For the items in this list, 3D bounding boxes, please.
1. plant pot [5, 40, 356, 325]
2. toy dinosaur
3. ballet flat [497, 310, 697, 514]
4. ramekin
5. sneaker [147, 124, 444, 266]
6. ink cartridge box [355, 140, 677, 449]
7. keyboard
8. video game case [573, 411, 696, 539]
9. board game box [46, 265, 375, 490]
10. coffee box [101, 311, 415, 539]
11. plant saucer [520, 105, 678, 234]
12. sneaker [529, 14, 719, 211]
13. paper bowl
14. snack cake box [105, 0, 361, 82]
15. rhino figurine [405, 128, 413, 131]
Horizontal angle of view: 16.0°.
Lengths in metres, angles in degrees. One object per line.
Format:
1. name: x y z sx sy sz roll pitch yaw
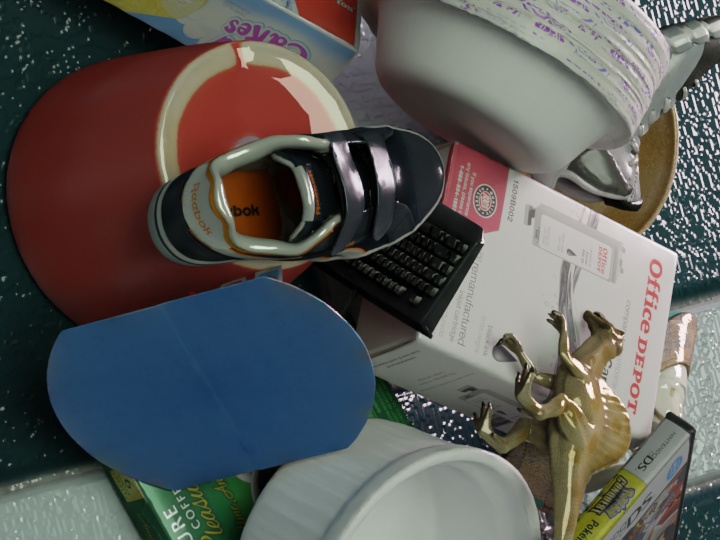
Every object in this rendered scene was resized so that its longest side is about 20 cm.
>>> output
1. plant pot: -0.101 -0.056 1.613 0.199 0.177 0.202 5 80 -28
2. toy dinosaur: 0.127 0.099 1.602 0.101 0.058 0.201 26 61 -24
3. ballet flat: 0.184 0.106 1.802 0.200 0.068 0.067 -38 58 -22
4. ramekin: 0.012 0.193 1.638 0.200 0.097 0.202 -19 119 -38
5. sneaker: -0.021 -0.044 1.509 0.199 0.079 0.079 -15 88 -32
6. ink cartridge box: 0.106 0.023 1.699 0.199 0.083 0.148 24 65 -28
7. keyboard: 0.000 0.000 1.651 0.021 0.200 0.128 29 91 -31
8. video game case: 0.156 0.213 1.713 0.025 0.201 0.181 32 60 22
9. board game box: -0.089 0.059 1.563 0.039 0.199 0.158 -90 159 -45
10. coffee box: -0.060 0.126 1.680 0.199 0.044 0.123 -34 97 -30
11. plant saucer: 0.137 -0.104 1.835 0.199 0.035 0.202 5 79 -29
12. sneaker: 0.194 -0.104 1.812 0.199 0.075 0.116 -20 96 -21
13. paper bowl: 0.090 -0.137 1.649 0.200 0.200 0.105 33 80 -20
14. snack cake box: -0.095 -0.206 1.682 0.199 0.067 0.116 27 41 -23
15. rhino figurine: 0.052 0.007 1.754 0.087 0.060 0.201 -30 98 -33
